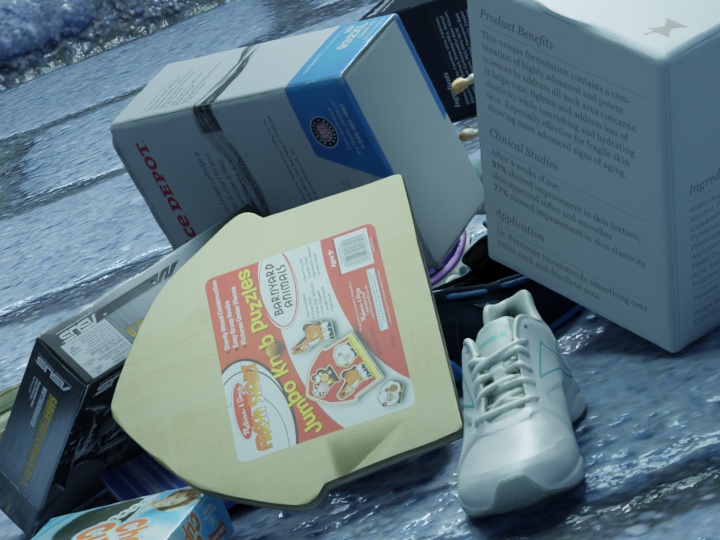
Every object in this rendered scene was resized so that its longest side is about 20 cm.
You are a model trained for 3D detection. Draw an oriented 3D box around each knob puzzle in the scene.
[{"bbox_3d":[-0.048,0.055,1.522,0.218,0.030,0.221,-8,60,15],"label":"knob puzzle"}]

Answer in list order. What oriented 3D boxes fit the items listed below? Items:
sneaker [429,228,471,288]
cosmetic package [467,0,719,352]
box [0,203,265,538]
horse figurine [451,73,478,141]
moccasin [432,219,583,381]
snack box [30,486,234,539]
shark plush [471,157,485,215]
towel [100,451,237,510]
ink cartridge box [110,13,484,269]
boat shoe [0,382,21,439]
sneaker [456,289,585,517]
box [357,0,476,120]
[{"bbox_3d":[0.000,0.000,1.815,0.080,0.084,0.200,-5,20,48],"label":"sneaker"},{"bbox_3d":[0.181,-0.094,1.567,0.166,0.201,0.167,-29,40,-30],"label":"cosmetic package"},{"bbox_3d":[-0.139,0.063,1.669,0.200,0.048,0.159,-33,-23,-42],"label":"box"},{"bbox_3d":[0.125,-0.096,1.885,0.132,0.050,0.201,-9,41,20],"label":"horse figurine"},{"bbox_3d":[0.100,0.005,1.675,0.080,0.069,0.200,-13,14,31],"label":"moccasin"},{"bbox_3d":[-0.158,0.182,1.449,0.116,0.037,0.200,-15,15,23],"label":"snack box"},{"bbox_3d":[0.094,-0.064,1.767,0.199,0.091,0.083,12,36,44],"label":"shark plush"},{"bbox_3d":[-0.054,0.107,1.630,0.199,0.024,0.145,-27,17,-15],"label":"towel"},{"bbox_3d":[-0.041,-0.070,1.706,0.199,0.146,0.084,-8,31,38],"label":"ink cartridge box"},{"bbox_3d":[-0.255,0.121,1.814,0.200,0.063,0.073,-24,0,-40],"label":"boat shoe"},{"bbox_3d":[0.079,0.073,1.430,0.070,0.081,0.200,-17,16,9],"label":"sneaker"},{"bbox_3d":[0.126,-0.229,2.435,0.199,0.118,0.197,-16,14,23],"label":"box"}]
